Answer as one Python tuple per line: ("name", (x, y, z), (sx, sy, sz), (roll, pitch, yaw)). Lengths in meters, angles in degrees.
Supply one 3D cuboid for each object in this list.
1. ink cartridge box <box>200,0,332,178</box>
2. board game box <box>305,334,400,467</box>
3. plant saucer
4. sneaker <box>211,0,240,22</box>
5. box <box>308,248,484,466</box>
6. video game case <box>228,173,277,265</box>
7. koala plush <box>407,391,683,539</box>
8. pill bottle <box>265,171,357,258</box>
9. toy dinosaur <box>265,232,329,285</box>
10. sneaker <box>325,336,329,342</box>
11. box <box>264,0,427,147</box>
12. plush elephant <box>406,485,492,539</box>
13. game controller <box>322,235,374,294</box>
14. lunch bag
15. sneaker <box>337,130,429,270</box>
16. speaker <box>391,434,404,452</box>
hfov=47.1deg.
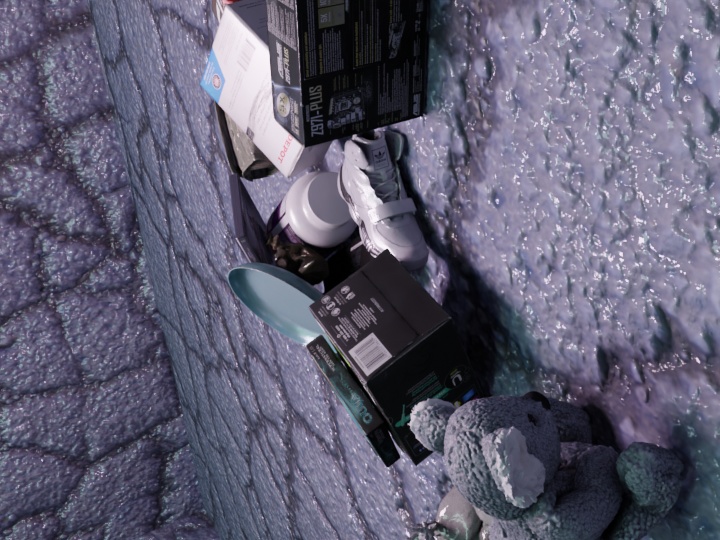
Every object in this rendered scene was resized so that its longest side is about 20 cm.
("ink cartridge box", (-0.115, -0.253, 1.144), (0.200, 0.084, 0.145), (47, 137, 12))
("board game box", (-0.006, 0.172, 1.056), (0.136, 0.028, 0.201), (52, 172, 25))
("plant saucer", (-0.099, 0.049, 1.180), (0.198, 0.028, 0.201), (26, 155, 13))
("sneaker", (-0.208, -0.460, 1.327), (0.098, 0.070, 0.204), (29, 133, 56))
("box", (0.050, 0.108, 1.001), (0.149, 0.124, 0.201), (49, 171, 43))
("video game case", (-0.154, -0.033, 1.287), (0.201, 0.019, 0.144), (67, -174, -46))
("koala plush", (0.147, 0.185, 0.743), (0.199, 0.185, 0.177), (37, 171, -29))
("pill bottle", (-0.070, -0.077, 1.237), (0.114, 0.111, 0.200), (69, 157, 6))
("toy dinosaur", (-0.086, -0.008, 1.183), (0.199, 0.101, 0.078), (-28, 45, 59))
("sneaker", (-0.006, 0.058, 1.257), (0.201, 0.083, 0.075), (-60, 35, 30))
("box", (-0.014, -0.259, 0.910), (0.086, 0.162, 0.203), (45, 146, 45))
("plush elephant", (0.166, 0.296, 0.925), (0.154, 0.199, 0.167), (23, 123, 37))
("game controller", (0.000, 0.000, 1.152), (0.199, 0.042, 0.106), (-30, 40, 54))
("lunch bag", (-0.170, -0.242, 1.343), (0.200, 0.116, 0.167), (164, 93, -70))
("sneaker", (0.028, -0.099, 1.040), (0.116, 0.074, 0.201), (96, 151, -49))
("speaker", (0.049, 0.148, 1.163), (0.202, 0.087, 0.089), (64, 156, 18))
